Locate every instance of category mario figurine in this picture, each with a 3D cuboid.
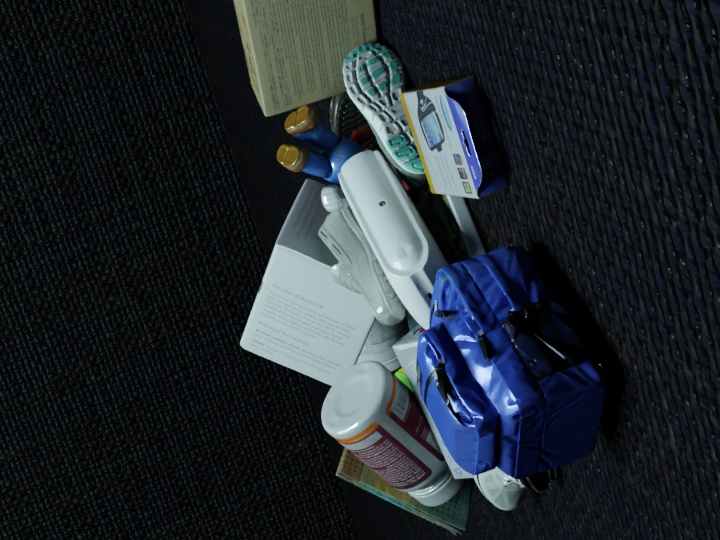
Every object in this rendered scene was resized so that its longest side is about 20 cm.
[{"bbox_3d":[-0.001,-0.137,1.643,0.198,0.124,0.106,20,-155,-39],"label":"mario figurine"}]

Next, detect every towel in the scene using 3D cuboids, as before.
[{"bbox_3d":[0.071,0.267,1.838,0.022,0.198,0.148,-53,14,51],"label":"towel"}]

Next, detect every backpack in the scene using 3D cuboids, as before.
[{"bbox_3d":[0.135,0.081,1.292,0.164,0.165,0.202,94,158,-52],"label":"backpack"}]

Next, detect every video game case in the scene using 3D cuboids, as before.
[{"bbox_3d":[0.124,-0.007,1.582,0.182,0.022,0.203,120,129,-78],"label":"video game case"}]

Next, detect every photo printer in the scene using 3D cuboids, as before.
[{"bbox_3d":[0.056,-0.025,1.562,0.201,0.069,0.167,63,-174,35],"label":"photo printer"}]

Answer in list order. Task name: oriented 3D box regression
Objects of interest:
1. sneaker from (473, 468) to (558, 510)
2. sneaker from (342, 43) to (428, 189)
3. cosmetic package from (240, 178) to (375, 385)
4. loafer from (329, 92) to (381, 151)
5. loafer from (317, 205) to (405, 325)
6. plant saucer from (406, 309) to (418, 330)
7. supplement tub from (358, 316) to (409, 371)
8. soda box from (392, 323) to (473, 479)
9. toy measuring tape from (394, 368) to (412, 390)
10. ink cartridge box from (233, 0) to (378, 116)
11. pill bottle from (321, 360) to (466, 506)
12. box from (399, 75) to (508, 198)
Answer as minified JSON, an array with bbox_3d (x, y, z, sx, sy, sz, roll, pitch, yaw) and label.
[{"bbox_3d":[0.186,0.247,1.588,0.116,0.075,0.203,-119,15,-48],"label":"sneaker"},{"bbox_3d":[0.035,-0.180,1.577,0.092,0.077,0.202,80,168,-64],"label":"sneaker"},{"bbox_3d":[-0.048,0.019,1.820,0.166,0.163,0.202,-69,2,-51],"label":"cosmetic package"},{"bbox_3d":[-0.009,-0.184,1.797,0.202,0.072,0.072,80,163,-48],"label":"loafer"},{"bbox_3d":[0.000,0.000,1.653,0.070,0.070,0.201,36,-159,-43],"label":"loafer"},{"bbox_3d":[0.118,0.122,1.822,0.201,0.038,0.204,159,91,-80],"label":"plant saucer"},{"bbox_3d":[0.006,0.044,2.011,0.132,0.130,0.202,-127,19,-57],"label":"supplement tub"},{"bbox_3d":[0.120,0.165,1.689,0.063,0.068,0.202,-13,106,46],"label":"soda box"},{"bbox_3d":[0.065,0.154,1.798,0.200,0.073,0.074,64,180,-64],"label":"toy measuring tape"},{"bbox_3d":[-0.065,-0.302,1.598,0.201,0.162,0.076,82,165,-50],"label":"ink cartridge box"},{"bbox_3d":[0.051,0.219,1.734,0.200,0.114,0.114,44,-176,-31],"label":"pill bottle"},{"bbox_3d":[0.100,-0.140,1.394,0.200,0.041,0.121,-161,51,-75],"label":"box"}]
